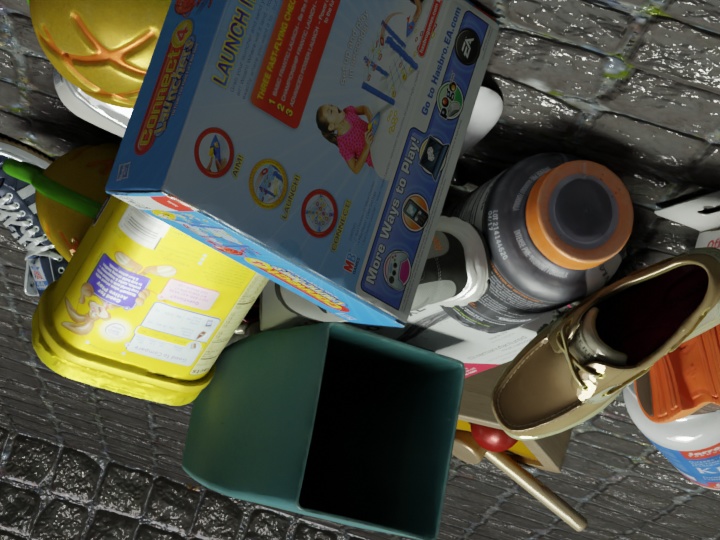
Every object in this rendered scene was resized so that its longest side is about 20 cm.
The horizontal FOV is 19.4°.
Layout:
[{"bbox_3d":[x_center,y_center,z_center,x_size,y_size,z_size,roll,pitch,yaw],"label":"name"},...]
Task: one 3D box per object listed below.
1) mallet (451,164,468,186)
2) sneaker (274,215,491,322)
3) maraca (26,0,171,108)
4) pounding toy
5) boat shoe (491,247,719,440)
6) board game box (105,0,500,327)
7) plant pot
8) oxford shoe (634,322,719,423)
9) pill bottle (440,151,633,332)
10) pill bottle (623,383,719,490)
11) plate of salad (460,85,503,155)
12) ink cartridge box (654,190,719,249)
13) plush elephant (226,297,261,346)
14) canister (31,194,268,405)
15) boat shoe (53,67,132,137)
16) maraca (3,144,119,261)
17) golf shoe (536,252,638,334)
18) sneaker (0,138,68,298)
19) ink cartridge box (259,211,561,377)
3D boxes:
[{"bbox_3d":[-0.012,-0.075,1.595,0.199,0.041,0.066,-2,159,42],"label":"mallet"},{"bbox_3d":[0.000,0.000,1.485,0.079,0.074,0.200,-11,-179,-40],"label":"sneaker"},{"bbox_3d":[-0.140,-0.162,1.273,0.136,0.108,0.200,9,165,1],"label":"maraca"},{"bbox_3d":[0.126,0.138,1.990,0.183,0.143,0.200,11,164,22],"label":"pounding toy"},{"bbox_3d":[0.166,0.046,1.431,0.074,0.200,0.066,56,-164,17],"label":"boat shoe"},{"bbox_3d":[-0.027,-0.096,1.208,0.195,0.201,0.056,30,162,-38],"label":"board game box"},{"bbox_3d":[-0.043,0.126,1.657,0.141,0.142,0.200,18,167,-36],"label":"plant pot"},{"bbox_3d":[0.271,0.063,1.483,0.073,0.072,0.200,-7,174,-24],"label":"oxford shoe"},{"bbox_3d":[0.123,-0.022,1.488,0.106,0.107,0.200,20,165,-12],"label":"pill bottle"},{"bbox_3d":[0.284,0.107,1.762,0.112,0.113,0.200,9,164,28],"label":"pill bottle"},{"bbox_3d":[0.005,-0.068,1.401,0.199,0.048,0.200,-20,165,-6],"label":"plate of salad"},{"bbox_3d":[0.308,0.014,1.487,0.199,0.068,0.117,23,165,-18],"label":"ink cartridge box"},{"bbox_3d":[-0.074,0.032,1.801,0.164,0.156,0.200,17,165,0],"label":"plush elephant"},{"bbox_3d":[-0.146,0.000,1.606,0.148,0.087,0.200,17,129,-24],"label":"canister"},{"bbox_3d":[-0.120,-0.119,1.500,0.200,0.072,0.068,29,149,-32],"label":"boat shoe"},{"bbox_3d":[-0.213,-0.054,1.733,0.137,0.107,0.200,24,-179,-43],"label":"maraca"},{"bbox_3d":[0.183,0.057,1.565,0.077,0.088,0.200,-12,-162,20],"label":"golf shoe"},{"bbox_3d":[-0.299,-0.043,1.879,0.200,0.109,0.070,28,161,-35],"label":"sneaker"},{"bbox_3d":[0.038,0.015,1.655,0.199,0.084,0.145,17,153,-36],"label":"ink cartridge box"}]
